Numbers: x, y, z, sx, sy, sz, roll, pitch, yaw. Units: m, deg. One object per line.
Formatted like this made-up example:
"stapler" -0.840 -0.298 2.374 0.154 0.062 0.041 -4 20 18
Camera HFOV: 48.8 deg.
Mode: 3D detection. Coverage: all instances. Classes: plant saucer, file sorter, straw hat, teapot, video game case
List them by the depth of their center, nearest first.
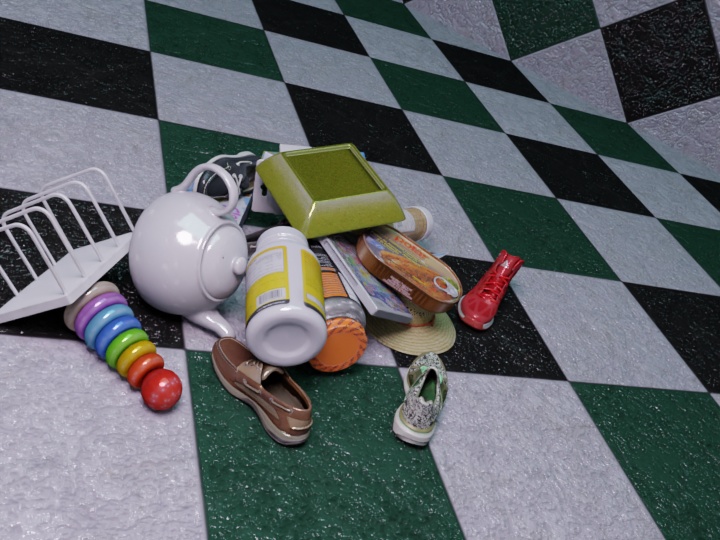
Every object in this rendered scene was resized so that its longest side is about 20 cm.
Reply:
"file sorter" -0.430 -0.040 1.107 0.138 0.125 0.200 -14 24 23
"teapot" -0.233 -0.024 1.177 0.145 0.200 0.199 10 62 26
"video game case" 0.000 0.000 1.308 0.201 0.018 0.143 55 16 24
"plant saucer" -0.048 -0.147 1.322 0.198 0.048 0.200 -12 47 -27
"straw hat" 0.095 0.055 1.395 0.199 0.086 0.202 16 33 -11

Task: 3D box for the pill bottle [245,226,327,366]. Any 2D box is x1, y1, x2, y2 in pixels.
"pill bottle" -0.108 0.030 1.132 0.111 0.113 0.201 12 38 -17

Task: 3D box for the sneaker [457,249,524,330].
"sneaker" 0.249 0.024 1.511 0.078 0.116 0.200 27 32 6

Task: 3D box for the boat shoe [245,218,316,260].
"boat shoe" -0.141 -0.061 1.394 0.067 0.057 0.199 15 35 40

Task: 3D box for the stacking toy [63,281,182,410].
"stacking toy" -0.310 0.107 1.072 0.200 0.086 0.085 42 36 20

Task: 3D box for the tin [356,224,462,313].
"tin" 0.082 -0.004 1.339 0.199 0.042 0.112 35 39 -3

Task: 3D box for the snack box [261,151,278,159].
"snack box" -0.099 -0.178 1.602 0.199 0.053 0.142 25 8 4

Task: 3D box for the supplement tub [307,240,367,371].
"supplement tub" -0.065 0.056 1.256 0.122 0.123 0.201 5 37 -27

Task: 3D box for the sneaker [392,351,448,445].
"sneaker" 0.108 0.177 1.221 0.076 0.089 0.200 22 32 -1

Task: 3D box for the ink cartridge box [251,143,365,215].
"ink cartridge box" -0.096 -0.162 1.452 0.198 0.117 0.068 5 37 -11

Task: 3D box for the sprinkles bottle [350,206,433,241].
"sprinkles bottle" 0.062 -0.081 1.479 0.068 0.069 0.199 39 26 23

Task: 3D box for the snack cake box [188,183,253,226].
"snack cake box" -0.266 -0.089 1.393 0.114 0.068 0.201 18 32 -6

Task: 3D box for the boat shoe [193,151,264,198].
"boat shoe" -0.220 -0.165 1.402 0.060 0.076 0.200 26 32 14

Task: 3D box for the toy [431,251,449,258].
"toy" 0.066 -0.019 1.463 0.114 0.048 0.200 -6 15 37

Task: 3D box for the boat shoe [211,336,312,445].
"boat shoe" -0.133 0.154 1.116 0.200 0.072 0.075 40 35 24
